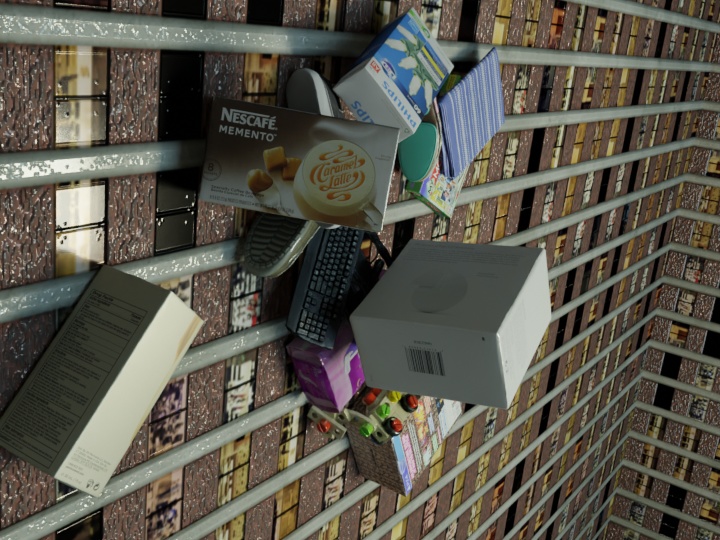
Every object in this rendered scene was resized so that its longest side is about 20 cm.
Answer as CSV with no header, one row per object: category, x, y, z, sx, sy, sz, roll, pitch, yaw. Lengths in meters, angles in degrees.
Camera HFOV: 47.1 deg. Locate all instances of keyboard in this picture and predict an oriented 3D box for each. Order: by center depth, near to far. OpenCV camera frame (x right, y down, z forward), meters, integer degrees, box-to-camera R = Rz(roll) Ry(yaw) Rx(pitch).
keyboard,-0.021,0.008,1.102,0.127,0.021,0.201,24,72,-30
keyboard,0.000,0.000,1.153,0.127,0.021,0.200,-40,109,-32

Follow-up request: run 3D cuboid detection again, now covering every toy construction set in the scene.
toy construction set,0.017,0.189,1.261,0.200,0.131,0.092,-44,-178,-38

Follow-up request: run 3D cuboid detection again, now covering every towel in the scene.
towel,0.180,-0.256,1.346,0.200,0.024,0.145,-48,138,-38

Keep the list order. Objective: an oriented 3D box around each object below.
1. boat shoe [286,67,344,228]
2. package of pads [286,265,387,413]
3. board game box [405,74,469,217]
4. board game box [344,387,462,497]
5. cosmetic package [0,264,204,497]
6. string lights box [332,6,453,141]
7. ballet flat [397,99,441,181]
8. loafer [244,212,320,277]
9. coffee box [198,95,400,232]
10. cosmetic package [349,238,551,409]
boat shoe,-0.039,-0.147,1.000,0.066,0.070,0.201,1,69,-50
package of pads,-0.014,0.098,1.205,0.200,0.075,0.121,-48,136,-36
board game box,0.145,-0.202,1.359,0.135,0.029,0.201,27,81,-59
board game box,0.077,0.245,1.399,0.200,0.097,0.160,-48,141,-35
cosmetic package,-0.254,0.104,0.808,0.200,0.105,0.071,-60,148,-18
string lights box,0.047,-0.250,1.068,0.103,0.059,0.200,50,39,-19
ballet flat,0.091,-0.234,1.233,0.071,0.069,0.201,-60,151,-55
loafer,-0.073,-0.065,1.035,0.200,0.075,0.070,-59,149,-24
coffee box,-0.065,-0.117,0.899,0.080,0.199,0.115,-93,-166,-80
cosmetic package,0.125,0.062,1.086,0.200,0.199,0.123,-50,137,-46
